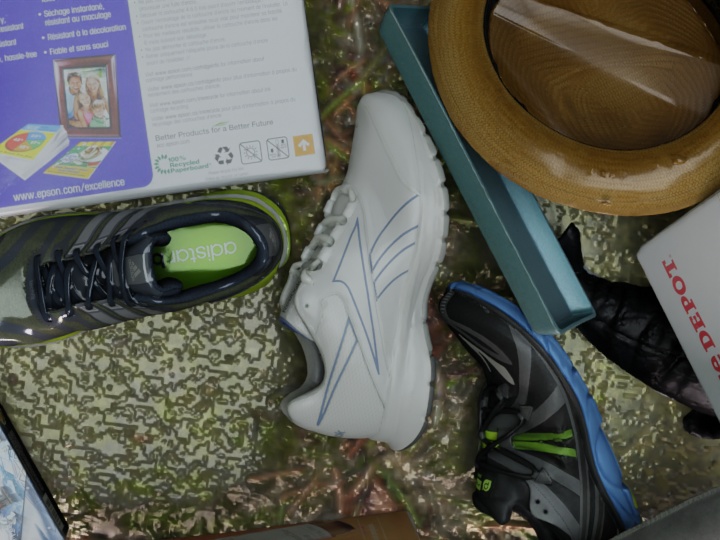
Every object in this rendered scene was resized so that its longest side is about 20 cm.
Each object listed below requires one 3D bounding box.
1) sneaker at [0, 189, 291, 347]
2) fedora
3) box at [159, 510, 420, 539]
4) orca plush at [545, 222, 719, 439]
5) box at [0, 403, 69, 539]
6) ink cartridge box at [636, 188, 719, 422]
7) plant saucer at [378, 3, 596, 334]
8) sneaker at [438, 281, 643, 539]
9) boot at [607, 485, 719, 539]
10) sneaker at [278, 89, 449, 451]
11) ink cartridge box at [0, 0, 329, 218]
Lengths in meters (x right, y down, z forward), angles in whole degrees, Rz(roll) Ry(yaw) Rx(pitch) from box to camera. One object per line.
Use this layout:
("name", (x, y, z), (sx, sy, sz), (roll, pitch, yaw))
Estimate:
("sneaker", (-0.134, -0.004, 0.885), (0.198, 0.081, 0.075), (-16, 93, -5))
("fedora", (0.136, -0.115, 0.892), (0.198, 0.082, 0.203), (-1, 76, 4))
("box", (-0.057, 0.207, 0.869), (0.197, 0.152, 0.108), (-6, 95, -5))
("orca plush", (0.199, 0.035, 0.922), (0.199, 0.071, 0.106), (35, 90, -6))
("box", (-0.270, 0.095, 0.900), (0.136, 0.040, 0.202), (-28, 95, -4))
("ink cartridge box", (0.275, -0.003, 0.831), (0.144, 0.200, 0.147), (-16, 75, -37))
("plant saucer", (0.069, -0.056, 0.896), (0.019, 0.070, 0.202), (-29, 84, 26))
("sneaker", (0.095, 0.099, 0.917), (0.082, 0.071, 0.201), (-27, 98, -9))
("boot", (0.178, 0.200, 0.878), (0.198, 0.073, 0.183), (-24, 118, 20))
("sneaker", (0.000, 0.000, 0.896), (0.086, 0.074, 0.203), (3, 92, -15))
("ink cartridge box", (-0.126, -0.141, 0.898), (0.196, 0.043, 0.203), (-8, 96, -5))
